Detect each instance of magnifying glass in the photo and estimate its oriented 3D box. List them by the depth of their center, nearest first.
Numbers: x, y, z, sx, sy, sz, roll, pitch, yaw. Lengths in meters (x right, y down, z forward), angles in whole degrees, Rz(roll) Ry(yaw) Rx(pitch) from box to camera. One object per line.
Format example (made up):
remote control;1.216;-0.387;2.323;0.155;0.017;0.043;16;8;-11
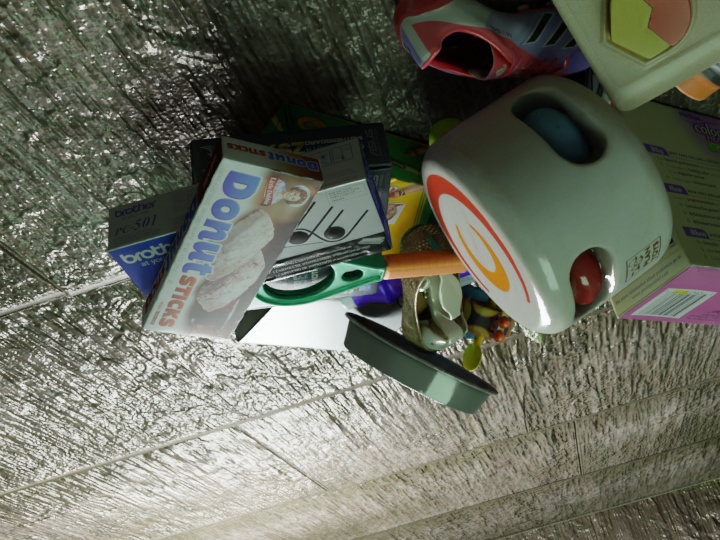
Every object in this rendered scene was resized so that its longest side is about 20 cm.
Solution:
magnifying glass;0.000;0.000;0.770;0.199;0.022;0.080;-7;148;-15

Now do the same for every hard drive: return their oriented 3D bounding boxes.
hard drive;-0.038;0.058;1.082;0.200;0.026;0.132;8;144;-35

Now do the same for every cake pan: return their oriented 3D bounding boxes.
cake pan;0.063;0.109;1.009;0.200;0.200;0.037;26;92;-49

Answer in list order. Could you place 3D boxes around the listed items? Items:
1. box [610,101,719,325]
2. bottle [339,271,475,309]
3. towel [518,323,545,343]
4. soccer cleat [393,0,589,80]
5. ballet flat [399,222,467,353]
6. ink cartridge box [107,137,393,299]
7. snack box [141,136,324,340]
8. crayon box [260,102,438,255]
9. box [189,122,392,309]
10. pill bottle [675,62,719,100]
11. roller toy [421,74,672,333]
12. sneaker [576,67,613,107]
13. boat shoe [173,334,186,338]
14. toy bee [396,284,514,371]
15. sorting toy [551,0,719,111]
box;0.309;-0.056;0.853;0.175;0.200;0.097;5;147;-31
bottle;0.069;-0.012;0.946;0.200;0.084;0.065;-21;150;11
towel;0.208;-0.014;0.966;0.036;0.149;0.200;18;160;22
soccer cleat;0.116;-0.175;0.688;0.199;0.077;0.067;5;146;-30
ballet flat;0.077;0.038;0.884;0.070;0.065;0.200;-30;141;-11
ink cartridge box;-0.083;-0.032;0.672;0.199;0.044;0.094;-15;145;6
snack box;-0.099;-0.015;0.632;0.072;0.024;0.200;11;139;-24
crayon box;-0.014;-0.077;0.820;0.200;0.058;0.119;10;143;-34
box;-0.059;-0.039;0.756;0.157;0.051;0.200;-6;147;-8
pill bottle;0.321;-0.221;0.669;0.106;0.106;0.200;9;144;-35
roller toy;0.152;-0.054;0.700;0.140;0.200;0.182;-34;-169;-7
sneaker;0.171;-0.116;0.822;0.075;0.081;0.200;26;132;-8
boat shoe;-0.191;0.024;0.914;0.065;0.072;0.200;-13;157;-5
toy bee;0.145;0.065;1.067;0.200;0.109;0.131;-16;120;-43
sorting toy;0.216;-0.227;0.590;0.185;0.037;0.200;-29;113;24
